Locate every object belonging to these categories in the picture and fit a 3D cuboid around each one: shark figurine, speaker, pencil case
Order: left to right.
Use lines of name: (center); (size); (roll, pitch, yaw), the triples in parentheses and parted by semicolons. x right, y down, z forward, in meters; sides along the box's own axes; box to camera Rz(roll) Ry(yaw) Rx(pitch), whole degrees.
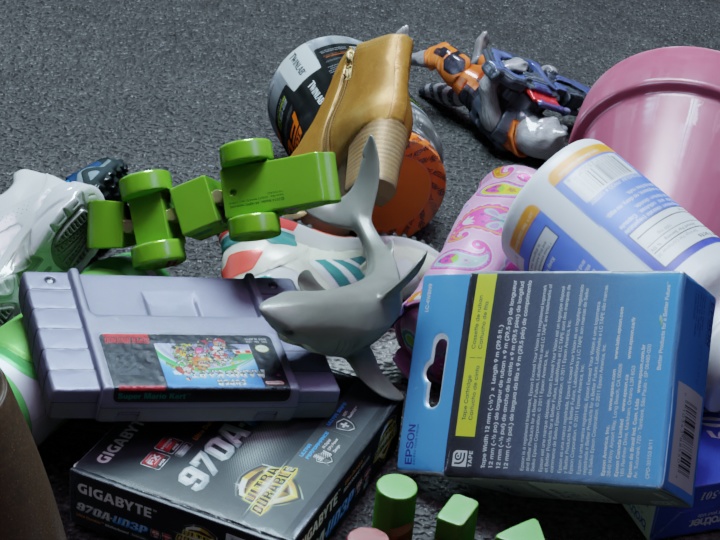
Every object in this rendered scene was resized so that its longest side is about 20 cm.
speaker: (-0.210, 0.059, 1.236); (0.088, 0.089, 0.200); (19, 32, 23)
shark figurine: (0.013, -0.001, 1.241); (0.128, 0.090, 0.215); (39, 30, -11)
pencil case: (0.093, 0.003, 1.361); (0.087, 0.088, 0.200); (16, 44, 18)

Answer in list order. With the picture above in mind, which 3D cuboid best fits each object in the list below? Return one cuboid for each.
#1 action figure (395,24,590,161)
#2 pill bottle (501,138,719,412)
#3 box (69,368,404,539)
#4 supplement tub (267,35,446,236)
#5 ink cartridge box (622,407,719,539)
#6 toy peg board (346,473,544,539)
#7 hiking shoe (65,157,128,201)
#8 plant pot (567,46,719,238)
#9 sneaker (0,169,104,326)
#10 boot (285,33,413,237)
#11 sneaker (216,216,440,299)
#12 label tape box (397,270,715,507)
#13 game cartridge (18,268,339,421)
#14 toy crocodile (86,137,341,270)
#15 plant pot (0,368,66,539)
action figure: (0.145, -0.166, 1.726); (0.199, 0.105, 0.194); (14, 25, -43)
pill bottle: (0.205, 0.006, 1.265); (0.112, 0.113, 0.200); (-22, 55, -40)
box: (-0.078, 0.124, 1.185); (0.157, 0.046, 0.200); (17, 31, 17)
supplement tub: (-0.002, -0.114, 1.542); (0.121, 0.124, 0.200); (-4, 30, -17)
ink cartridge box: (0.205, 0.109, 1.264); (0.093, 0.045, 0.200); (-5, 33, -18)
toy peg board: (0.049, 0.214, 0.998); (0.198, 0.099, 0.199); (16, 31, 19)
hiking shoe: (-0.254, -0.044, 1.420); (0.086, 0.075, 0.200); (15, 31, 15)
plant pot: (0.254, -0.050, 1.428); (0.198, 0.201, 0.180); (13, 45, 12)
sneaker: (-0.278, 0.005, 1.292); (0.099, 0.078, 0.200); (24, 58, 31)
boot: (-0.024, -0.097, 1.420); (0.070, 0.201, 0.145); (26, 55, -30)
sneaker: (-0.019, 0.019, 1.378); (0.198, 0.070, 0.094); (11, 62, -23)
label tape box: (0.130, 0.078, 1.189); (0.198, 0.145, 0.066); (-1, -17, 35)
game cartridge: (-0.122, 0.050, 1.188); (0.198, 0.039, 0.130); (2, 33, -24)
toy crocodile: (-0.107, -0.046, 1.251); (0.198, 0.068, 0.062); (-15, -8, 15)
plant pot: (-0.238, 0.147, 0.957); (0.185, 0.202, 0.187); (4, 30, -2)
